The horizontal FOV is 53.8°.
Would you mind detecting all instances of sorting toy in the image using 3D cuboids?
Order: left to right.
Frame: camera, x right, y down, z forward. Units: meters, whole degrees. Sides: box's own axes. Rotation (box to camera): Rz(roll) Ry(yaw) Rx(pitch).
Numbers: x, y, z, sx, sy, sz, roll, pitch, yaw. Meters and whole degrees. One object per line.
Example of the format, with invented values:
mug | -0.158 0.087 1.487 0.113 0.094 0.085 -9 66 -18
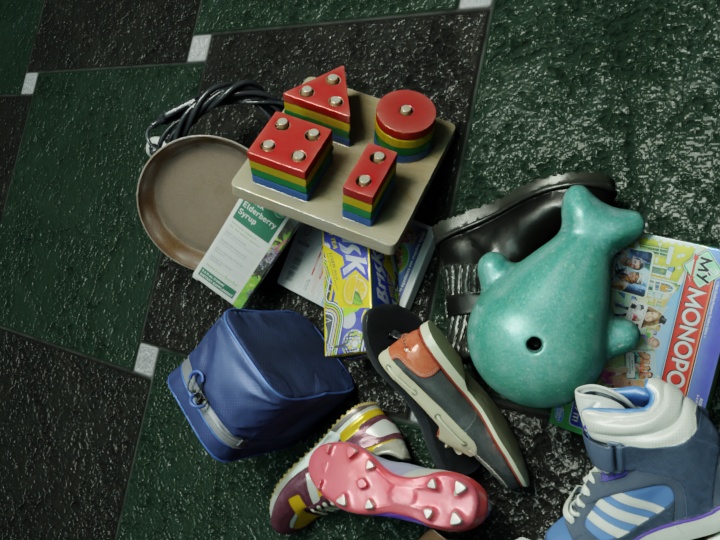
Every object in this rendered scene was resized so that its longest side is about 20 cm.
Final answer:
sorting toy | -0.014 -0.143 0.796 0.198 0.070 0.200 21 57 13

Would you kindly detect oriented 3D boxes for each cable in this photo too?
cable | -0.180 -0.166 0.967 0.198 0.051 0.165 -25 107 1

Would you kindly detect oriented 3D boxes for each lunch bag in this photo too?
lunch bag | -0.122 0.137 0.822 0.132 0.199 0.136 -47 63 19

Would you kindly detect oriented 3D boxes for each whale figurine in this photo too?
whale figurine | 0.175 0.027 0.630 0.158 0.104 0.202 30 101 14

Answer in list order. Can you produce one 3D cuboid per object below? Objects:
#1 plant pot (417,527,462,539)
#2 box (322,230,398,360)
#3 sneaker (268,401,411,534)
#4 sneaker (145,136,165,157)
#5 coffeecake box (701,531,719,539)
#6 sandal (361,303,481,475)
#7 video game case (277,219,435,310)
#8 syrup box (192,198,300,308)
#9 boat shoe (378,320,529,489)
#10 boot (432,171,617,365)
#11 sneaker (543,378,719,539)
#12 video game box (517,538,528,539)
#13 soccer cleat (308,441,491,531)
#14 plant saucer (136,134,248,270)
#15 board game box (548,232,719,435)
plant pot | 0.063 0.361 0.676 0.186 0.187 0.202 22 78 35
box | 0.000 0.000 0.832 0.069 0.064 0.203 -11 73 31
sneaker | -0.027 0.248 0.809 0.201 0.075 0.090 -52 52 14
sneaker | -0.263 -0.146 1.063 0.199 0.070 0.081 25 96 35
coffeecake box | 0.310 0.297 0.568 0.200 0.073 0.154 -41 60 20
sandal | 0.074 0.118 0.752 0.201 0.076 0.043 58 151 8
video game case | -0.008 -0.014 0.890 0.199 0.018 0.145 25 93 36
syrup box | -0.126 -0.057 0.906 0.078 0.082 0.201 35 116 -4
boat shoe | 0.097 0.143 0.704 0.062 0.071 0.201 -34 103 14
boot | 0.173 0.005 0.726 0.210 0.079 0.160 -22 65 34
sneaker | 0.212 0.169 0.619 0.199 0.080 0.147 -36 89 37
video game box | 0.193 0.340 0.562 0.181 0.046 0.203 -4 92 51
soccer cleat | 0.037 0.223 0.730 0.198 0.076 0.068 4 72 31
plant saucer | -0.199 -0.090 0.960 0.200 0.200 0.032 -38 21 21
board game box | 0.261 0.068 0.655 0.134 0.029 0.203 16 102 37
